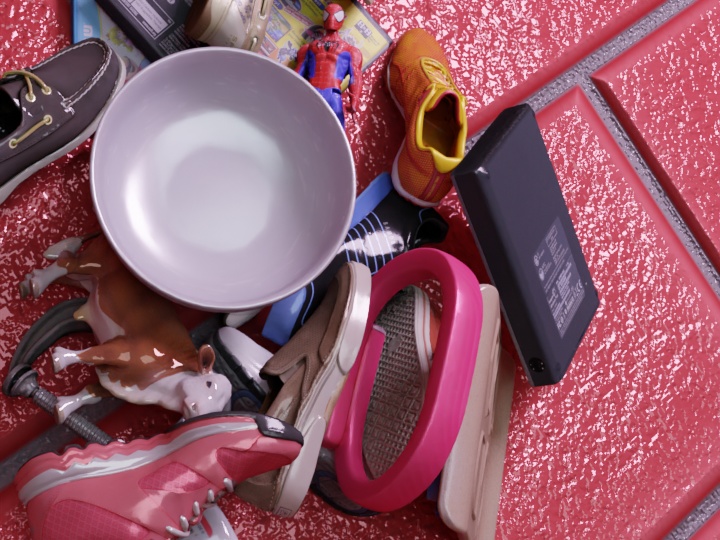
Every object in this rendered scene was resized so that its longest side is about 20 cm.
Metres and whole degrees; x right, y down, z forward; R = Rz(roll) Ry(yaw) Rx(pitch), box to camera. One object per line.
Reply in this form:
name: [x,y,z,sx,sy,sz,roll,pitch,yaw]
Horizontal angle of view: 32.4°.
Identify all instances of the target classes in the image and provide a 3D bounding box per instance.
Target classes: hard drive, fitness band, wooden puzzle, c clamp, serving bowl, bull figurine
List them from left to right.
c clamp: [-0.187,0.102,0.919,0.199,0.027,0.170,36,52,19]
bull figurine: [-0.175,0.048,0.915,0.120,0.066,0.201,-9,50,-25]
serving bowl: [-0.104,-0.061,0.931,0.196,0.066,0.204,4,73,-12]
fitness band: [0.030,0.080,0.934,0.037,0.143,0.203,27,64,-32]
wooden puzzle: [0.086,0.127,1.002,0.045,0.200,0.188,5,72,14]
hard drive: [0.146,-0.024,1.061,0.140,0.032,0.202,-49,123,-51]

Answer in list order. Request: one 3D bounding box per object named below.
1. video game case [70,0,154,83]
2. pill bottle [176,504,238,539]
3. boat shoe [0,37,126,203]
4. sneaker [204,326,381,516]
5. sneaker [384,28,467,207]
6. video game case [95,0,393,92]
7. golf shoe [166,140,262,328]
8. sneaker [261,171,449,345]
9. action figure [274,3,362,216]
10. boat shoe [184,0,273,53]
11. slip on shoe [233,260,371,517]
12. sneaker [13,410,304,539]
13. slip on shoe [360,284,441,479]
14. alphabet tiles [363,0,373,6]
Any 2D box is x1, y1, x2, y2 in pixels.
video game case: [-0.147,-0.185,1.060,0.197,0.018,0.146,2,77,-21]
pill bottle: [-0.183,0.245,0.890,0.198,0.109,0.110,-26,87,-25]
boat shoe: [-0.263,-0.116,0.954,0.071,0.061,0.201,33,68,28]
sneaker: [-0.045,0.112,1.009,0.200,0.074,0.088,43,53,-14]
sneaker: [0.067,-0.145,1.083,0.072,0.077,0.202,15,47,-23]
video game case: [-0.096,-0.214,1.065,0.200,0.025,0.181,47,66,-4]
golf shoe: [-0.146,-0.037,0.996,0.199,0.078,0.098,40,72,-7]
sneaker: [0.000,0.000,1.028,0.077,0.070,0.200,34,57,9]
action figure: [-0.031,-0.131,1.018,0.064,0.052,0.203,2,65,9]
boat shoe: [-0.083,-0.265,1.033,0.062,0.073,0.202,29,71,-20]
slip on shoe: [-0.046,0.081,0.931,0.060,0.076,0.203,22,76,-8]
sneaker: [-0.131,0.156,0.843,0.197,0.074,0.088,-13,70,-5]
slip on shoe: [0.044,0.097,1.006,0.061,0.074,0.202,41,32,-27]
alphabet tiles: [-0.012,-0.345,1.091,0.168,0.007,0.201,55,32,-23]
